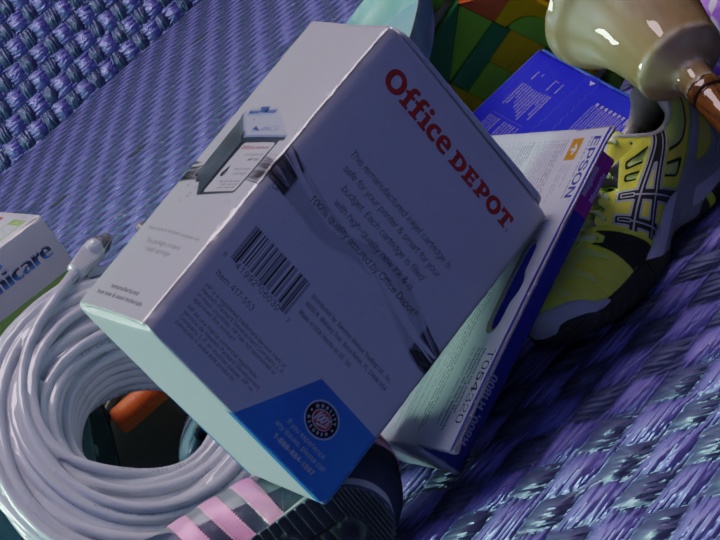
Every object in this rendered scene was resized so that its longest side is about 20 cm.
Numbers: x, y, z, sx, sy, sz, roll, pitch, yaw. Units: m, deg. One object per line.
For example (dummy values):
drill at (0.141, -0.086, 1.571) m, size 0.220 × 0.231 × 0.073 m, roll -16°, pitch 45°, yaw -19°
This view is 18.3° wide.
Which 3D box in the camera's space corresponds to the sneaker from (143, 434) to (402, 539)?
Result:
sneaker at (-0.062, 0.147, 1.215) m, size 0.199 × 0.070 × 0.082 m, roll -22°, pitch 24°, yaw 20°

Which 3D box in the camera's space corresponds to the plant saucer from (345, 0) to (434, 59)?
plant saucer at (-0.003, -0.107, 1.483) m, size 0.201 × 0.027 × 0.201 m, roll -54°, pitch 20°, yaw 30°

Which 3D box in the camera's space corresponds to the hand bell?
hand bell at (0.196, -0.094, 1.237) m, size 0.104 × 0.104 × 0.200 m, roll -36°, pitch 54°, yaw 1°

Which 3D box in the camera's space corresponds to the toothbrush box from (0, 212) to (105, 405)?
toothbrush box at (-0.215, 0.063, 1.589) m, size 0.086 × 0.201 × 0.145 m, roll -39°, pitch 13°, yaw -14°

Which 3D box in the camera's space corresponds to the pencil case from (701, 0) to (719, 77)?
pencil case at (0.244, -0.167, 1.460) m, size 0.083 × 0.086 × 0.200 m, roll 5°, pitch -6°, yaw -29°

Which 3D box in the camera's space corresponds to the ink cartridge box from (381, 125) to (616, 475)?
ink cartridge box at (0.067, 0.016, 1.253) m, size 0.197 × 0.043 × 0.200 m, roll -63°, pitch 21°, yaw -9°

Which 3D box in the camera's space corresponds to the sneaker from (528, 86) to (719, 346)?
sneaker at (0.142, -0.033, 1.293) m, size 0.075 × 0.077 × 0.200 m, roll -18°, pitch 25°, yaw 47°

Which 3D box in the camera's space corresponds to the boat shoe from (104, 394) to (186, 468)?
boat shoe at (-0.133, 0.057, 1.502) m, size 0.061 × 0.071 × 0.203 m, roll -119°, pitch 41°, yaw -64°

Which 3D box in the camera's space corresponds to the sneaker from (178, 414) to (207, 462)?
sneaker at (-0.039, 0.077, 1.409) m, size 0.200 × 0.078 × 0.087 m, roll -39°, pitch 16°, yaw 33°

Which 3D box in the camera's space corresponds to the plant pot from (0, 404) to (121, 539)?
plant pot at (-0.219, 0.142, 1.413) m, size 0.133 × 0.202 × 0.200 m, roll -12°, pitch 15°, yaw 0°

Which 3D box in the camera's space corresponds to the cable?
cable at (-0.130, 0.090, 1.319) m, size 0.200 × 0.200 × 0.069 m, roll -44°, pitch -19°, yaw -27°

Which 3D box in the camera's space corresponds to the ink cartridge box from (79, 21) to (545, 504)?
ink cartridge box at (-0.021, -0.007, 1.151) m, size 0.200 × 0.147 × 0.086 m, roll -52°, pitch 30°, yaw -17°

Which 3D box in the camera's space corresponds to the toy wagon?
toy wagon at (0.084, -0.121, 1.562) m, size 0.200 × 0.154 × 0.040 m, roll -55°, pitch 21°, yaw 31°

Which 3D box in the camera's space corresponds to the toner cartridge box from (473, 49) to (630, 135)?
toner cartridge box at (0.094, -0.053, 1.442) m, size 0.200 × 0.095 × 0.043 m, roll -43°, pitch -29°, yaw -28°

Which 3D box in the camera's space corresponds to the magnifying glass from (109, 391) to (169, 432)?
magnifying glass at (-0.080, 0.035, 1.437) m, size 0.200 × 0.022 × 0.080 m, roll -39°, pitch -3°, yaw 7°
